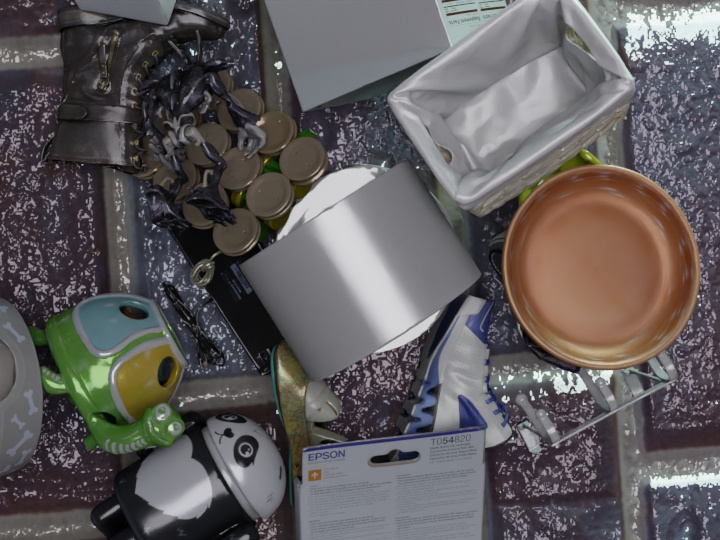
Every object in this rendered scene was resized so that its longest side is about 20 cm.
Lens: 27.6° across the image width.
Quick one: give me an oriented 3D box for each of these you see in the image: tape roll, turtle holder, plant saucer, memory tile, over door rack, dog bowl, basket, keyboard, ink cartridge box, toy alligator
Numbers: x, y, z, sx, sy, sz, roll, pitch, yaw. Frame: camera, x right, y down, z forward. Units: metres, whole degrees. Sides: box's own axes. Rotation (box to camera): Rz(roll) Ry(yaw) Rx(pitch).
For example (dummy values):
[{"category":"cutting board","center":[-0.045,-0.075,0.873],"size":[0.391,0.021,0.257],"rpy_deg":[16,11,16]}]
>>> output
[{"category":"tape roll","center":[0.005,-0.012,1.567],"size":[0.202,0.037,0.203],"rpy_deg":[0,89,-5]},{"category":"turtle holder","center":[-0.245,0.098,1.470],"size":[0.132,0.186,0.141],"rpy_deg":[-28,109,-5]},{"category":"plant saucer","center":[0.231,-0.002,1.426],"size":[0.200,0.037,0.201],"rpy_deg":[1,83,-10]},{"category":"memory tile","center":[-0.140,-0.116,1.516],"size":[0.200,0.017,0.153],"rpy_deg":[39,85,29]},{"category":"over door rack","center":[0.234,0.127,1.513],"size":[0.147,0.200,0.067],"rpy_deg":[-27,82,-4]},{"category":"dog bowl","center":[-0.380,0.116,1.460],"size":[0.059,0.200,0.201],"rpy_deg":[-6,90,-37]},{"category":"basket","center":[0.146,-0.156,1.396],"size":[0.200,0.123,0.136],"rpy_deg":[-34,78,4]},{"category":"keyboard","center":[-0.144,0.023,1.547],"size":[0.127,0.021,0.200],"rpy_deg":[-34,82,6]},{"category":"ink cartridge box","center":[0.030,0.249,1.520],"size":[0.199,0.041,0.201],"rpy_deg":[-5,115,-13]},{"category":"toy alligator","center":[-0.104,-0.057,1.518],"size":[0.059,0.054,0.200],"rpy_deg":[32,81,29]},{"category":"tape roll","center":[0.000,0.000,1.448],"size":[0.202,0.203,0.139],"rpy_deg":[-32,91,-5]}]

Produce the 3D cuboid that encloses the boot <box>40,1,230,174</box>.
[{"category":"boot","center":[-0.233,-0.187,1.530],"size":[0.199,0.069,0.175],"rpy_deg":[-1,86,5]}]

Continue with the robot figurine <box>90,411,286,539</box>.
[{"category":"robot figurine","center":[-0.173,0.230,1.502],"size":[0.200,0.125,0.150],"rpy_deg":[-31,91,-3]}]

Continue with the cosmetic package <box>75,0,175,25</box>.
[{"category":"cosmetic package","center":[-0.220,-0.360,1.494],"size":[0.101,0.071,0.200],"rpy_deg":[12,71,11]}]

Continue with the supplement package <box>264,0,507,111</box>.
[{"category":"supplement package","center":[0.019,-0.291,1.476],"size":[0.191,0.147,0.200],"rpy_deg":[-18,92,34]}]

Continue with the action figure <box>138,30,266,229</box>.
[{"category":"action figure","center":[-0.165,-0.135,1.466],"size":[0.119,0.102,0.200],"rpy_deg":[-10,61,19]}]

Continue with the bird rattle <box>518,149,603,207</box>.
[{"category":"bird rattle","center":[0.174,-0.127,1.523],"size":[0.112,0.163,0.200],"rpy_deg":[-23,69,-11]}]

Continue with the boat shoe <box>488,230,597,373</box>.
[{"category":"boat shoe","center":[0.183,0.030,1.511],"size":[0.093,0.200,0.075],"rpy_deg":[-34,133,-25]}]

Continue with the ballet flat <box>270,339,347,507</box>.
[{"category":"ballet flat","center":[-0.047,0.163,1.521],"size":[0.070,0.071,0.201],"rpy_deg":[-8,112,-6]}]

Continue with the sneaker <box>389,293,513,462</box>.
[{"category":"sneaker","center":[0.116,0.128,1.563],"size":[0.115,0.081,0.200],"rpy_deg":[21,94,-9]}]
